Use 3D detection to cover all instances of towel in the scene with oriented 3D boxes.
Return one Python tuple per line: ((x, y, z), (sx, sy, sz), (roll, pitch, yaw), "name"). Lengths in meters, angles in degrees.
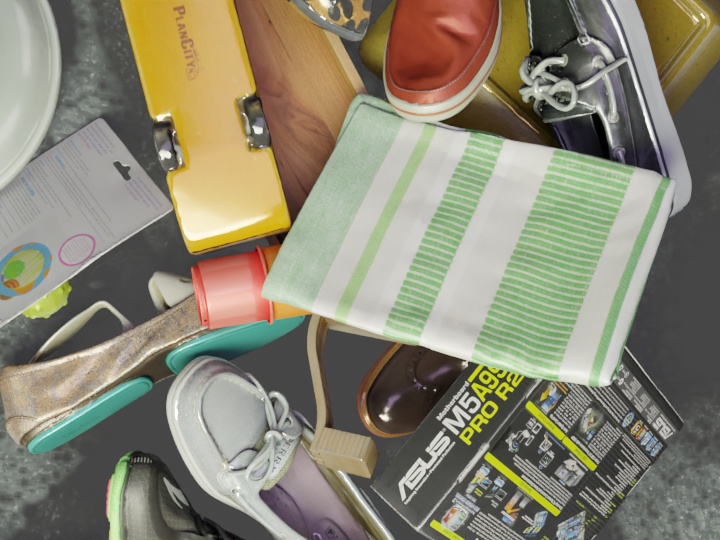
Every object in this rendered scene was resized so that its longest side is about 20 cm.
((0.064, -0.020, 0.727), (0.199, 0.023, 0.153), (17, 60, 14), "towel")

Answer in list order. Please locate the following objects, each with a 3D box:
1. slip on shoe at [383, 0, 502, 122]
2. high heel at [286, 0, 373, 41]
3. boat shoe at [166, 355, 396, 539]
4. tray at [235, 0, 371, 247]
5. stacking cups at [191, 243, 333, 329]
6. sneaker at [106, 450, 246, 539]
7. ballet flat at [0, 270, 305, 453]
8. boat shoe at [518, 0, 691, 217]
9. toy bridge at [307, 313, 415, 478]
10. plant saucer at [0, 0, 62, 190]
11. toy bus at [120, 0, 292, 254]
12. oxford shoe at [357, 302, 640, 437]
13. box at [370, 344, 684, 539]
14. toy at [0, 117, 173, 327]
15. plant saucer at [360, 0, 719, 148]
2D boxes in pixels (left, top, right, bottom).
((0.053, -0.181, 0.772), (0.074, 0.061, 0.201), (7, 70, 26), "slip on shoe")
((0.017, -0.229, 0.798), (0.200, 0.071, 0.143), (-30, 90, -28), "high heel")
((-0.040, 0.131, 0.793), (0.202, 0.065, 0.074), (56, 52, -22), "boat shoe")
((-0.048, -0.103, 0.807), (0.098, 0.037, 0.201), (-28, 92, -2), "tray")
((0.000, 0.000, 0.771), (0.199, 0.061, 0.061), (-10, 94, -7), "stacking cups")
((-0.084, 0.181, 0.787), (0.083, 0.077, 0.200), (-23, 118, 20), "sneaker")
((-0.132, 0.041, 0.798), (0.199, 0.068, 0.067), (-25, 73, -12), "ballet flat")
((0.132, -0.112, 0.778), (0.068, 0.074, 0.200), (-29, 107, -24), "boat shoe")
((0.006, 0.029, 0.811), (0.067, 0.027, 0.201), (9, 62, 20), "toy bridge")
((-0.279, -0.127, 0.760), (0.199, 0.050, 0.201), (0, 90, -10), "plant saucer")
((-0.093, -0.114, 0.748), (0.065, 0.078, 0.201), (-15, 91, -1), "toy bus")
((0.090, 0.049, 0.838), (0.199, 0.073, 0.071), (-30, 99, -9), "oxford shoe")
((0.111, 0.112, 0.795), (0.160, 0.044, 0.200), (-50, 142, -2), "box")
((-0.211, 0.001, 0.773), (0.200, 0.115, 0.047), (-33, 138, -11), "toy")
((0.135, -0.155, 0.846), (0.200, 0.048, 0.200), (40, 83, -11), "plant saucer")
